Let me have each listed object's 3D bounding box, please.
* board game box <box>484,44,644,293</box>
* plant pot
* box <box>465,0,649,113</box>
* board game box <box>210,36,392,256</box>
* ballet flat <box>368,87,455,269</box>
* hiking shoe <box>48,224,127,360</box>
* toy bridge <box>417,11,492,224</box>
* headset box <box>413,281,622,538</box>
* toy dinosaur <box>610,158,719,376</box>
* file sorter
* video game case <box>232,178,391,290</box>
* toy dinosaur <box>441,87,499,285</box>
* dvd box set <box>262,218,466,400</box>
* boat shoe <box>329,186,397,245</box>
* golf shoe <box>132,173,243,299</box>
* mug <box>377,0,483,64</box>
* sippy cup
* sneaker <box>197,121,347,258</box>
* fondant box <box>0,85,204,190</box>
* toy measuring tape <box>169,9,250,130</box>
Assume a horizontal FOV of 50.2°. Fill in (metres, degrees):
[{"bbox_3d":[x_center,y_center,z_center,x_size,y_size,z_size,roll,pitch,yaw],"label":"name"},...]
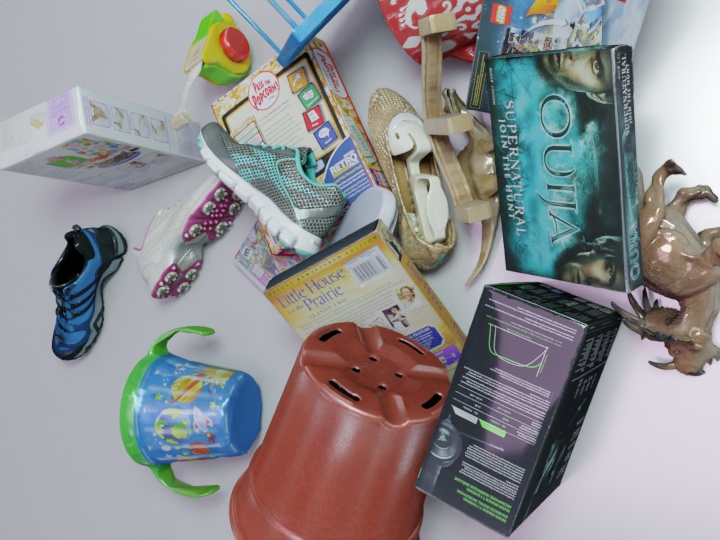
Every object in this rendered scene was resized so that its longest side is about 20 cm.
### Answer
[{"bbox_3d":[0.174,-0.087,0.663,0.135,0.028,0.201,13,119,51],"label":"board game box"},{"bbox_3d":[-0.010,0.169,0.735,0.200,0.200,0.196,31,119,26],"label":"plant pot"},{"bbox_3d":[0.175,-0.223,0.672,0.136,0.038,0.201,14,135,9],"label":"box"},{"bbox_3d":[-0.070,-0.139,0.866,0.151,0.046,0.201,-29,76,25],"label":"board game box"},{"bbox_3d":[0.060,-0.102,0.798,0.065,0.070,0.201,-21,85,64],"label":"ballet flat"},{"bbox_3d":[-0.391,0.029,1.038,0.074,0.087,0.201,25,101,27],"label":"hiking shoe"},{"bbox_3d":[0.084,-0.141,0.741,0.027,0.067,0.201,-17,105,-14],"label":"toy bridge"},{"bbox_3d":[0.147,0.120,0.691,0.092,0.174,0.201,22,101,26],"label":"headset box"},{"bbox_3d":[0.265,-0.011,0.683,0.136,0.086,0.201,-44,64,28],"label":"toy dinosaur"},{"bbox_3d":[-0.041,-0.326,0.760,0.123,0.139,0.200,45,85,-13],"label":"file sorter"},{"bbox_3d":[-0.053,-0.047,0.891,0.143,0.018,0.201,42,108,23],"label":"video game case"},{"bbox_3d":[0.136,-0.091,0.779,0.101,0.058,0.201,-8,94,45],"label":"toy dinosaur"},{"bbox_3d":[0.016,0.060,0.783,0.146,0.029,0.200,-28,112,26],"label":"dvd box set"},{"bbox_3d":[0.000,0.000,0.823,0.201,0.065,0.074,-60,32,32],"label":"boat shoe"},{"bbox_3d":[-0.220,-0.060,0.955,0.092,0.075,0.200,46,109,25],"label":"golf shoe"},{"bbox_3d":[0.129,-0.273,0.734,0.199,0.133,0.179,-23,77,30],"label":"mug"},{"bbox_3d":[-0.192,0.166,0.910,0.129,0.140,0.179,-1,127,18],"label":"sippy cup"},{"bbox_3d":[-0.090,-0.103,0.820,0.200,0.078,0.091,44,95,18],"label":"sneaker"},{"bbox_3d":[-0.309,-0.153,0.931,0.143,0.200,0.059,-14,83,27],"label":"fondant box"},{"bbox_3d":[-0.171,-0.229,0.908,0.073,0.074,0.201,-14,51,28],"label":"toy measuring tape"}]
